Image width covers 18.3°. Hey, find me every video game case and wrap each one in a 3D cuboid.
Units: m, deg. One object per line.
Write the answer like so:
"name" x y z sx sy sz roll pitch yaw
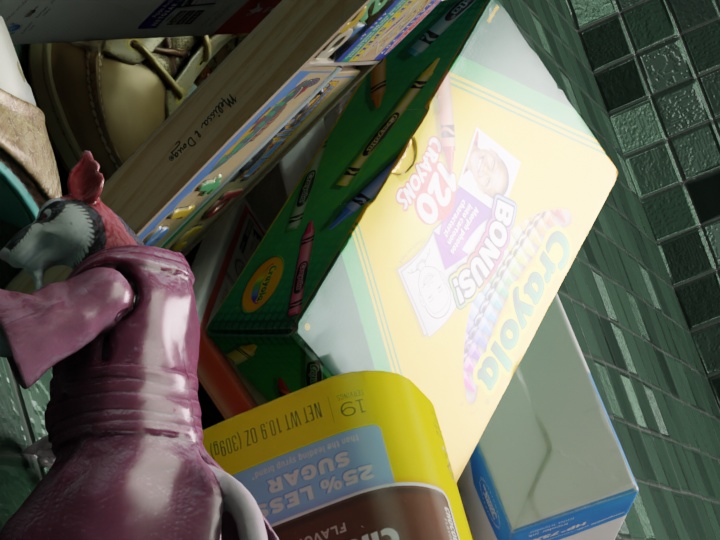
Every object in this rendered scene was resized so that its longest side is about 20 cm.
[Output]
"video game case" -0.018 0.074 1.027 0.200 0.017 0.143 57 17 -17

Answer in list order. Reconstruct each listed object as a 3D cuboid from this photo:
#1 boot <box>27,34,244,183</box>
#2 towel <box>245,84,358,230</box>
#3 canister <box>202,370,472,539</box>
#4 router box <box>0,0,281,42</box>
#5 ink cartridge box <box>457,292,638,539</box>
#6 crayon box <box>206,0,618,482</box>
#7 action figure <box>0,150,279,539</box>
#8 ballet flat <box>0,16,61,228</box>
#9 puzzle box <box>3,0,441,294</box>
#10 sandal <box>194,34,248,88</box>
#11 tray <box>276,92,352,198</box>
"boot" -0.069 -0.119 1.027 0.200 0.155 0.073 -96 159 -46
"towel" -0.008 -0.076 1.119 0.132 0.034 0.200 34 -53 38
"canister" -0.015 0.153 0.837 0.087 0.148 0.200 47 22 -55
"router box" -0.062 -0.153 0.854 0.179 0.200 0.049 -9 74 -40
"ink cartridge box" 0.077 0.098 1.132 0.200 0.067 0.116 94 -24 -68
"crayon box" 0.028 -0.010 0.991 0.119 0.058 0.200 50 55 -32
"action figure" -0.080 0.054 0.769 0.134 0.149 0.201 19 63 -64
"ballet flat" -0.156 -0.074 0.794 0.200 0.070 0.065 42 65 -63
"puzzle box" -0.051 -0.056 0.921 0.025 0.200 0.133 47 14 4
"sandal" -0.089 -0.133 1.151 0.078 0.069 0.212 50 23 -51
"tray" 0.000 0.000 1.046 0.107 0.022 0.201 -43 119 -72
